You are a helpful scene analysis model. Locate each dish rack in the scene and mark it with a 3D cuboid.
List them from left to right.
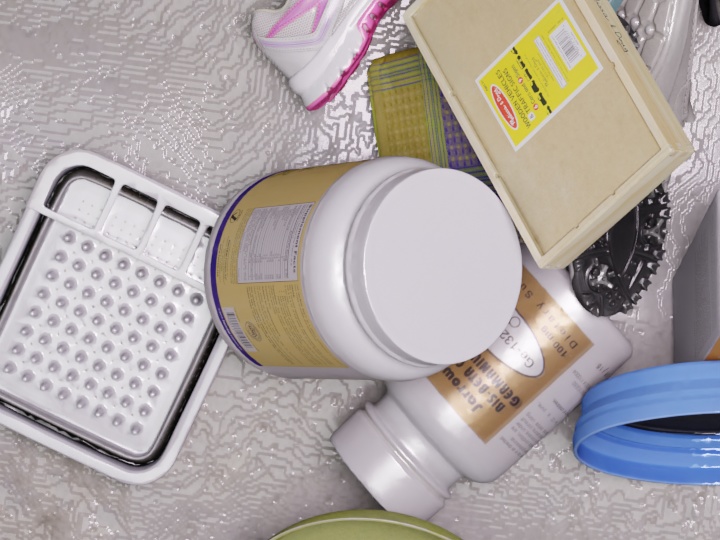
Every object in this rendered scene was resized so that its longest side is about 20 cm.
[{"bbox_3d":[-0.176,0.032,1.585,0.170,0.044,0.201,25,93,-2],"label":"dish rack"}]

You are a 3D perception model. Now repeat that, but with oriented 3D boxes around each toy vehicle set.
[{"bbox_3d":[0.114,-0.119,1.408,0.124,0.026,0.201,-42,65,35],"label":"toy vehicle set"}]

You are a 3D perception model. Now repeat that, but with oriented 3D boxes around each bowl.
[{"bbox_3d":[0.242,0.103,1.517,0.198,0.201,0.040,1,72,0],"label":"bowl"}]

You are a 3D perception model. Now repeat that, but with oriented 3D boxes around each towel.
[{"bbox_3d":[0.069,-0.084,1.516,0.023,0.199,0.145,-8,91,-34],"label":"towel"}]

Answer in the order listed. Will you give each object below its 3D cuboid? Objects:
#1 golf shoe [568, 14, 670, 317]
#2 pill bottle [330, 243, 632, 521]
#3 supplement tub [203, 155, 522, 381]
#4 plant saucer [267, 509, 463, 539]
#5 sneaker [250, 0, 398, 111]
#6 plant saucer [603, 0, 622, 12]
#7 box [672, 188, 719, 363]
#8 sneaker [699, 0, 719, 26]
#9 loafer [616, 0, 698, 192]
[{"bbox_3d":[0.152,-0.067,1.507,0.077,0.094,0.202,2,84,-28],"label":"golf shoe"},{"bbox_3d":[0.080,0.080,1.552,0.200,0.114,0.114,-43,93,3],"label":"pill bottle"},{"bbox_3d":[0.000,0.000,1.487,0.144,0.199,0.147,1,88,-33],"label":"supplement tub"},{"bbox_3d":[0.011,0.228,1.557,0.198,0.031,0.201,4,132,5],"label":"plant saucer"},{"bbox_3d":[-0.006,-0.213,1.551,0.088,0.081,0.201,36,88,1],"label":"sneaker"},{"bbox_3d":[0.118,-0.138,1.475,0.019,0.201,0.070,0,52,-27],"label":"plant saucer"},{"bbox_3d":[0.282,0.024,1.497,0.123,0.200,0.098,2,74,0],"label":"box"},{"bbox_3d":[0.188,-0.237,1.552,0.199,0.077,0.084,31,89,-1],"label":"sneaker"},{"bbox_3d":[0.197,-0.121,1.549,0.069,0.070,0.202,-4,120,-37],"label":"loafer"}]
